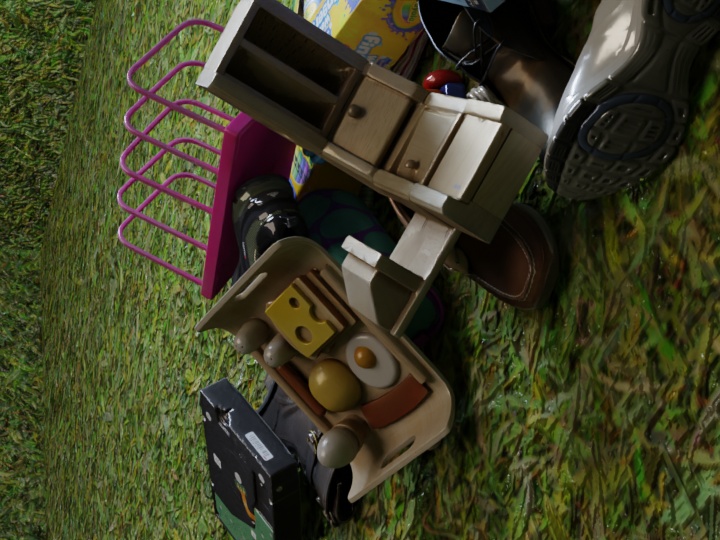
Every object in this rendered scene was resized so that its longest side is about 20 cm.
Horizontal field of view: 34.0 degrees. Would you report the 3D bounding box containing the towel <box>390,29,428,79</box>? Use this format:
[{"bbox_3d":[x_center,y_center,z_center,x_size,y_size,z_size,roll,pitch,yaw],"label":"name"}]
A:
[{"bbox_3d":[0.030,-0.273,1.139,0.201,0.030,0.147,-107,33,-45],"label":"towel"}]

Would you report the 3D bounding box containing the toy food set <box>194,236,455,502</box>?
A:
[{"bbox_3d":[-0.033,0.083,0.953,0.143,0.200,0.060,-43,0,41],"label":"toy food set"}]

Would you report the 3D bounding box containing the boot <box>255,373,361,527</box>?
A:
[{"bbox_3d":[-0.052,0.189,1.171,0.174,0.069,0.201,-124,38,-47],"label":"boot"}]

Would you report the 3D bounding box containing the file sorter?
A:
[{"bbox_3d":[-0.144,-0.108,1.090,0.139,0.125,0.201,-54,-15,-44],"label":"file sorter"}]

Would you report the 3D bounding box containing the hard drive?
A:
[{"bbox_3d":[-0.109,0.224,1.204,0.140,0.038,0.201,43,145,39],"label":"hard drive"}]

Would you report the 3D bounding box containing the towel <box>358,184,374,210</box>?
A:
[{"bbox_3d":[-0.018,-0.093,1.218,0.143,0.023,0.202,-170,87,-69],"label":"towel"}]

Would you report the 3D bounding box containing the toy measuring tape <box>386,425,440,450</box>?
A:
[{"bbox_3d":[0.013,0.099,1.047,0.199,0.073,0.074,17,100,53],"label":"toy measuring tape"}]

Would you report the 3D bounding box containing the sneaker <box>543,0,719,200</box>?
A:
[{"bbox_3d":[0.171,-0.134,0.725,0.087,0.074,0.201,-98,30,-59],"label":"sneaker"}]

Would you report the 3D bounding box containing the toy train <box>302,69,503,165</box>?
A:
[{"bbox_3d":[0.034,-0.131,0.974,0.200,0.115,0.086,147,126,-62],"label":"toy train"}]

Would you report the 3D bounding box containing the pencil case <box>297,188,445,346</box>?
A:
[{"bbox_3d":[0.000,0.000,1.051,0.093,0.085,0.200,66,174,-34],"label":"pencil case"}]

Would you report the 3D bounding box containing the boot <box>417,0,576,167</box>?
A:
[{"bbox_3d":[0.100,-0.138,0.839,0.075,0.096,0.201,118,150,-42],"label":"boot"}]

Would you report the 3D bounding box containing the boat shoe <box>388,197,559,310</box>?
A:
[{"bbox_3d":[0.078,-0.029,0.889,0.200,0.071,0.076,44,126,56],"label":"boat shoe"}]

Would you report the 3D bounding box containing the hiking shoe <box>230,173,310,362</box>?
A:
[{"bbox_3d":[-0.073,0.023,1.031,0.101,0.075,0.202,-122,22,-53],"label":"hiking shoe"}]

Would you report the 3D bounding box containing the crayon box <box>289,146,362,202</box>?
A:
[{"bbox_3d":[-0.047,-0.089,1.192,0.126,0.051,0.201,-113,37,-51],"label":"crayon box"}]

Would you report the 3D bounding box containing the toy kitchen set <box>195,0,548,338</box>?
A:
[{"bbox_3d":[-0.018,-0.073,0.807,0.164,0.180,0.200,-61,24,1],"label":"toy kitchen set"}]

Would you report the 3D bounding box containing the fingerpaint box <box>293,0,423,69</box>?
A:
[{"bbox_3d":[0.003,-0.270,1.077,0.200,0.073,0.168,137,138,-55],"label":"fingerpaint box"}]

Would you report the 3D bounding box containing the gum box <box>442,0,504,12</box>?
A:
[{"bbox_3d":[0.100,-0.257,0.815,0.170,0.045,0.200,-40,26,-5],"label":"gum box"}]
